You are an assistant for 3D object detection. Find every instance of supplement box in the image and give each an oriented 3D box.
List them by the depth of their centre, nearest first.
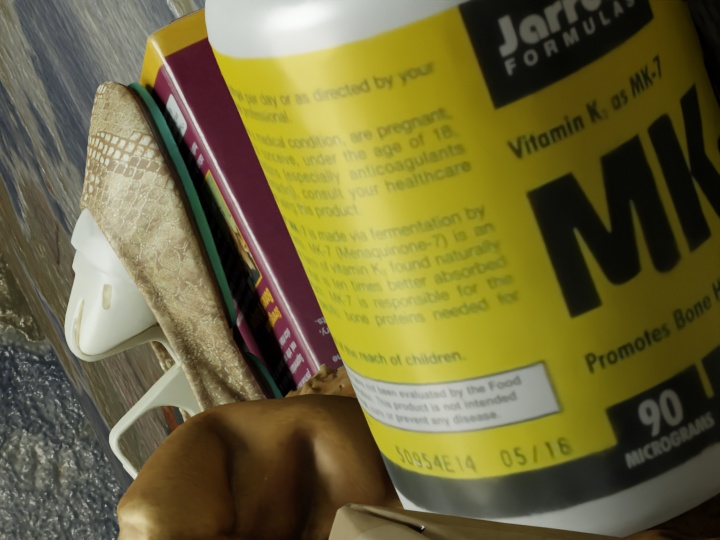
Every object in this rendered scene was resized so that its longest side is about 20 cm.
[{"bbox_3d":[0.000,0.000,0.909,0.201,0.085,0.110,63,168,7],"label":"supplement box"}]

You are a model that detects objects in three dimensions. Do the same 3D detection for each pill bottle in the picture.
[{"bbox_3d":[0.029,-0.041,0.620,0.201,0.114,0.114,67,168,-20],"label":"pill bottle"}]

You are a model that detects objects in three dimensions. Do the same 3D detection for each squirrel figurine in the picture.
[{"bbox_3d":[0.052,0.091,0.735,0.200,0.186,0.142,-56,-38,-62],"label":"squirrel figurine"}]

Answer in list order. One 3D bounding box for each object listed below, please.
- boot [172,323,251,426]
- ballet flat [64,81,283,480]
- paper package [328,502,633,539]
[{"bbox_3d":[-0.002,0.048,0.998,0.077,0.138,0.201,131,133,-70],"label":"boot"},{"bbox_3d":[-0.066,0.033,0.894,0.201,0.065,0.070,65,169,-5],"label":"ballet flat"},{"bbox_3d":[0.069,0.171,0.569,0.103,0.190,0.201,-147,68,-69],"label":"paper package"}]
